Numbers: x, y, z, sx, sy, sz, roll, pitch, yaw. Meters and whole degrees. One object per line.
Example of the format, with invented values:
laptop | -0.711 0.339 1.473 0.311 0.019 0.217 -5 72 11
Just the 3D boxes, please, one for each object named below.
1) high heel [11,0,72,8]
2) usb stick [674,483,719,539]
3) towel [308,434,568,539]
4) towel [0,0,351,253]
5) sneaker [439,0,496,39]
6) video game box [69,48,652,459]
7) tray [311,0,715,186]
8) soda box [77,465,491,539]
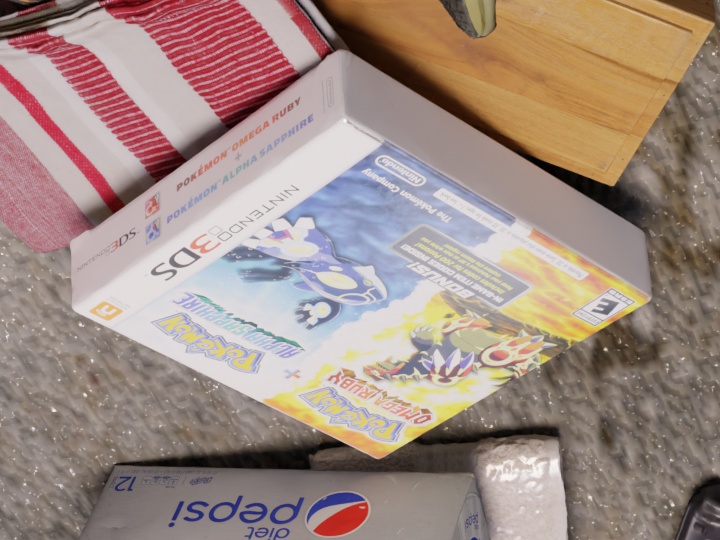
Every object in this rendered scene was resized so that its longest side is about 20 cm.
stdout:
high heel | -0.089 -0.182 1.050 0.199 0.072 0.143 -18 136 16
usb stick | 0.178 0.191 1.371 0.055 0.033 0.201 13 130 0
towel | 0.046 0.166 1.352 0.132 0.035 0.201 -4 130 4
towel | -0.096 -0.069 1.131 0.199 0.023 0.144 -14 142 24
sneaker | 0.059 -0.188 1.018 0.088 0.077 0.201 -9 118 -12
video game box | 0.000 0.000 1.170 0.200 0.047 0.182 28 136 -35
tray | 0.042 -0.113 1.117 0.199 0.037 0.099 19 128 -13
soda box | -0.038 0.144 1.282 0.199 0.068 0.064 -1 127 20
